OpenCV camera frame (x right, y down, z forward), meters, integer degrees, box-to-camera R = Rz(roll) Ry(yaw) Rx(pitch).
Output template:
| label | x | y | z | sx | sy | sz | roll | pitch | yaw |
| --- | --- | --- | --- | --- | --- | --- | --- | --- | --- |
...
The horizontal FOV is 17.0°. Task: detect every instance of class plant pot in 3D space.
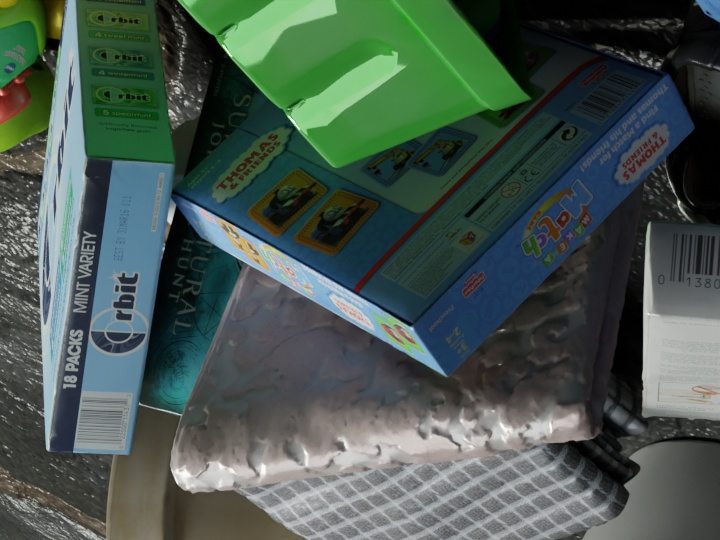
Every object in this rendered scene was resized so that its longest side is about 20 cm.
| label | x | y | z | sx | sy | sz | roll | pitch | yaw |
| --- | --- | --- | --- | --- | --- | --- | --- | --- | --- |
| plant pot | -0.039 | 0.145 | 1.483 | 0.173 | 0.200 | 0.200 | 4 | 145 | 16 |

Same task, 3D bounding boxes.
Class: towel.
| label | x | y | z | sx | sy | sz | roll | pitch | yaw |
| --- | --- | --- | --- | --- | --- | --- | --- | --- | --- |
| towel | 0.024 | 0.006 | 1.045 | 0.199 | 0.191 | 0.032 | -11 | 136 | 30 |
| towel | 0.028 | 0.088 | 1.244 | 0.165 | 0.086 | 0.200 | 39 | 138 | -23 |

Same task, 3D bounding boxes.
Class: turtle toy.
| label | x | y | z | sx | sy | sz | roll | pitch | yaw |
| --- | --- | --- | --- | --- | --- | --- | --- | --- | --- |
| turtle toy | -0.219 | -0.122 | 1.269 | 0.145 | 0.101 | 0.200 | 13 | 176 | 22 |

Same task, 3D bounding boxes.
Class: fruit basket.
| label | x | y | z | sx | sy | sz | roll | pitch | yaw |
| --- | --- | --- | --- | --- | --- | --- | --- | --- | --- |
| fruit basket | 0.015 | -0.165 | 0.970 | 0.215 | 0.156 | 0.216 | -2 | 120 | -3 |

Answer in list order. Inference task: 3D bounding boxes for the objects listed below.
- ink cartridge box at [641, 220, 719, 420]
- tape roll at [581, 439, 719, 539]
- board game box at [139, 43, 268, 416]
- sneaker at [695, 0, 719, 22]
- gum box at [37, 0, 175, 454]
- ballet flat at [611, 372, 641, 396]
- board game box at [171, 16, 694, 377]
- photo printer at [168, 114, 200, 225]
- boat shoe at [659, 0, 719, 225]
| label | x | y | z | sx | sy | sz | roll | pitch | yaw |
| --- | --- | --- | --- | --- | --- | --- | --- | --- | --- |
| ink cartridge box | 0.209 | 0.031 | 1.103 | 0.160 | 0.050 | 0.200 | 4 | 167 | 7 |
| tape roll | 0.205 | 0.210 | 1.345 | 0.202 | 0.139 | 0.203 | 25 | 152 | 15 |
| board game box | -0.033 | -0.018 | 1.173 | 0.135 | 0.201 | 0.028 | 11 | 175 | 36 |
| sneaker | 0.172 | -0.106 | 0.922 | 0.078 | 0.066 | 0.200 | -16 | 122 | 42 |
| gum box | -0.127 | -0.039 | 1.181 | 0.044 | 0.200 | 0.170 | 3 | 125 | -12 |
| ballet flat | 0.075 | 0.099 | 1.346 | 0.199 | 0.070 | 0.069 | -9 | 133 | 34 |
| board game box | 0.025 | -0.047 | 1.039 | 0.200 | 0.151 | 0.037 | 29 | 159 | 51 |
| photo printer | 0.000 | 0.000 | 1.295 | 0.166 | 0.070 | 0.200 | 1 | 139 | 44 |
| boat shoe | 0.161 | -0.050 | 1.044 | 0.074 | 0.060 | 0.200 | 25 | 152 | 17 |
